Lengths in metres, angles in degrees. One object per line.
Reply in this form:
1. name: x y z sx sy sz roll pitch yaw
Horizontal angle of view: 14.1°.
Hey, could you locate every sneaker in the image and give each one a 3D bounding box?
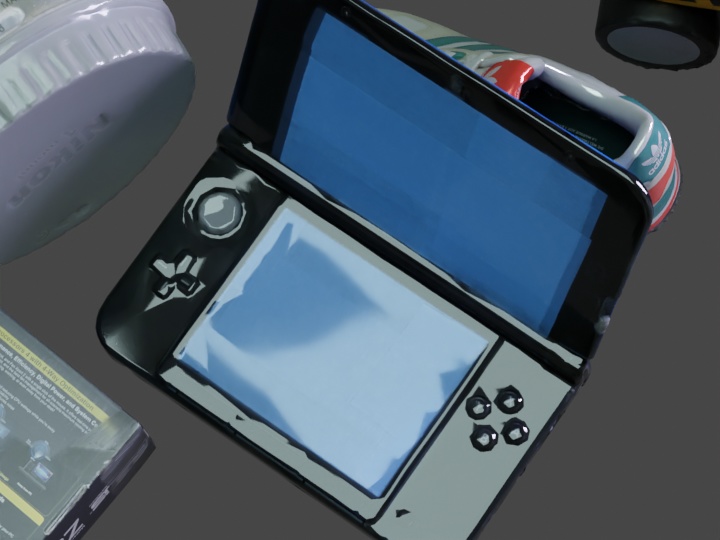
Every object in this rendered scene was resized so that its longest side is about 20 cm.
1. sneaker: 0.048 -0.078 1.270 0.199 0.093 0.071 22 76 11

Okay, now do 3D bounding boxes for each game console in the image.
1. game console: 0.000 0.000 1.238 0.199 0.118 0.171 33 79 15

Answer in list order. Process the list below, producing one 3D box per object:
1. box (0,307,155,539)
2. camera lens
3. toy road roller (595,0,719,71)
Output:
1. box: -0.216 0.073 1.274 0.200 0.049 0.161 37 82 15
2. camera lens: -0.186 -0.121 1.271 0.160 0.160 0.200 -37 73 -6
3. toy road roller: 0.191 -0.156 1.252 0.198 0.146 0.124 9 74 8
